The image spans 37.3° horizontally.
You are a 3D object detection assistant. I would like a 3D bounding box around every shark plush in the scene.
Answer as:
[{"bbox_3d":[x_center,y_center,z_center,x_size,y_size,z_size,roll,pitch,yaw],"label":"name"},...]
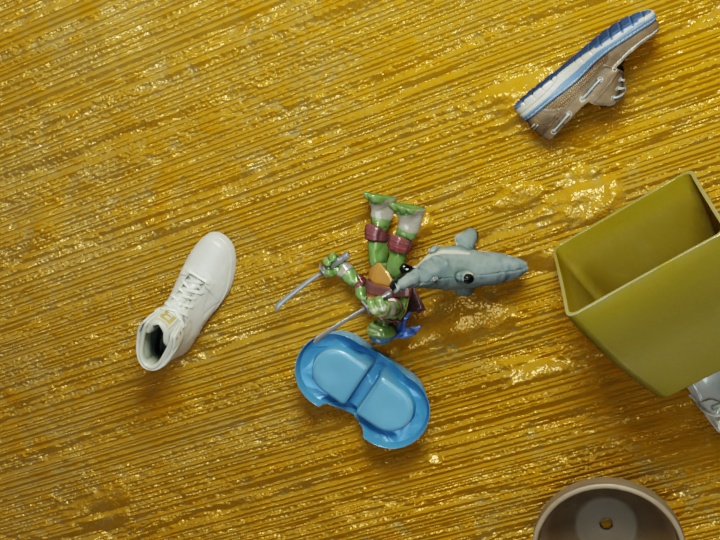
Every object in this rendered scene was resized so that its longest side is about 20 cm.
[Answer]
[{"bbox_3d":[0.118,-0.006,1.338,0.083,0.199,0.091,21,101,46],"label":"shark plush"}]

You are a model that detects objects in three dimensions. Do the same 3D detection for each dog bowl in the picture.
[{"bbox_3d":[0.006,0.158,1.465,0.200,0.050,0.112,34,109,0],"label":"dog bowl"}]

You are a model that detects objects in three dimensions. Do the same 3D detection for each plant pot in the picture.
[{"bbox_3d":[0.371,0.030,1.291,0.200,0.200,0.177,-31,108,17],"label":"plant pot"},{"bbox_3d":[0.332,0.359,1.432,0.200,0.093,0.202,3,106,10],"label":"plant pot"}]

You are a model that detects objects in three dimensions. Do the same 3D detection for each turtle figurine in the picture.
[{"bbox_3d":[0.000,0.000,1.371,0.199,0.144,0.195,12,100,-3],"label":"turtle figurine"}]

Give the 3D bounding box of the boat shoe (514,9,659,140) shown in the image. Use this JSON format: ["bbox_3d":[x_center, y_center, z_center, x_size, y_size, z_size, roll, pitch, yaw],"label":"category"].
[{"bbox_3d":[0.286,-0.235,1.298,0.200,0.072,0.072,-36,100,28],"label":"boat shoe"}]

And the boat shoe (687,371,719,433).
[{"bbox_3d":[0.471,0.178,1.358,0.074,0.086,0.202,-31,98,17],"label":"boat shoe"}]

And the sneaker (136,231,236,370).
[{"bbox_3d":[-0.238,0.048,1.450,0.073,0.116,0.201,28,107,5],"label":"sneaker"}]
